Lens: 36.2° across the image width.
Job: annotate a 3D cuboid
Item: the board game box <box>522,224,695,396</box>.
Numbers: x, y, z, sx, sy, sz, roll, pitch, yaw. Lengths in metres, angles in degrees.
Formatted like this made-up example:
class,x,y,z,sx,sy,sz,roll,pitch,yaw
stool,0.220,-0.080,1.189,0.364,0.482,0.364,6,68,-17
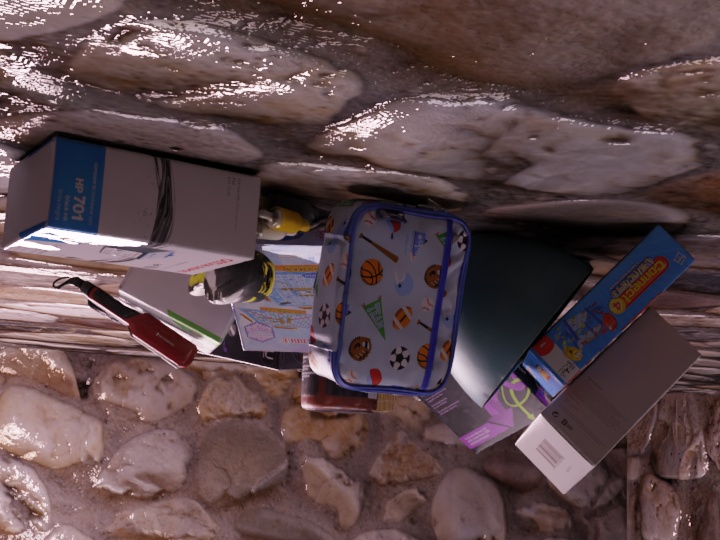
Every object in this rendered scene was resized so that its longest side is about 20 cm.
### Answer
class,x,y,z,sx,sy,sz,roll,pitch,yaw
board game box,0.276,0.053,1.257,0.056,0.196,0.200,46,178,11

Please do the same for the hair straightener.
class,x,y,z,sx,sy,sz,roll,pitch,yaw
hair straightener,-0.303,0.065,1.407,0.199,0.041,0.077,30,165,-9

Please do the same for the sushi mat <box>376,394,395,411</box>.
class,x,y,z,sx,sy,sz,roll,pitch,yaw
sushi mat,0.009,0.105,1.584,0.095,0.201,0.012,4,-173,-2

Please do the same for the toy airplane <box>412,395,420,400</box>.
class,x,y,z,sx,sy,sz,roll,pitch,yaw
toy airplane,0.129,0.094,1.475,0.199,0.200,0.141,9,-179,-21

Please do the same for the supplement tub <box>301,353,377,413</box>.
class,x,y,z,sx,sy,sz,roll,pitch,yaw
supplement tub,-0.024,0.093,1.502,0.106,0.201,0.107,3,172,0

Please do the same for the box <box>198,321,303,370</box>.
class,x,y,z,sx,sy,sz,roll,pitch,yaw
box,-0.140,0.081,1.622,0.199,0.107,0.122,7,-177,42

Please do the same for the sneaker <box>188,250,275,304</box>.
class,x,y,z,sx,sy,sz,roll,pitch,yaw
sneaker,-0.123,-0.002,1.158,0.084,0.075,0.200,8,-179,-20

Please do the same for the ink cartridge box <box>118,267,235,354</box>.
class,x,y,z,sx,sy,sz,roll,pitch,yaw
ink cartridge box,-0.235,0.037,1.445,0.145,0.084,0.200,28,167,-6

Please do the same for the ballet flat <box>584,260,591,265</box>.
class,x,y,z,sx,sy,sz,roll,pitch,yaw
ballet flat,0.198,0.013,1.378,0.199,0.071,0.071,5,170,-18

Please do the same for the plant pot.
class,x,y,z,sx,sy,sz,roll,pitch,yaw
plant pot,0.149,0.035,1.249,0.135,0.200,0.200,39,176,10

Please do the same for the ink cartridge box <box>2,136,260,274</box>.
class,x,y,z,sx,sy,sz,roll,pitch,yaw
ink cartridge box,-0.214,-0.055,1.030,0.199,0.086,0.146,10,168,-31

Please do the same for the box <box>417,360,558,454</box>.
class,x,y,z,sx,sy,sz,roll,pitch,yaw
box,0.129,0.131,1.390,0.200,0.036,0.143,45,130,-8

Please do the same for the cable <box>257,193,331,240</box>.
class,x,y,z,sx,sy,sz,roll,pitch,yaw
cable,-0.055,-0.043,1.151,0.199,0.051,0.097,13,168,-40

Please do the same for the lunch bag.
class,x,y,z,sx,sy,sz,roll,pitch,yaw
lunch bag,0.035,0.024,1.113,0.160,0.201,0.075,9,-178,-28

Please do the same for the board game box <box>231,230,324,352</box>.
class,x,y,z,sx,sy,sz,roll,pitch,yaw
board game box,-0.055,0.023,1.296,0.199,0.041,0.200,2,139,7

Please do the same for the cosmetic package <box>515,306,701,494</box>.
class,x,y,z,sx,sy,sz,roll,pitch,yaw
cosmetic package,0.279,0.145,1.246,0.200,0.085,0.108,-38,164,-24

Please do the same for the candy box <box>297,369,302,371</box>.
class,x,y,z,sx,sy,sz,roll,pitch,yaw
candy box,0.008,0.087,1.654,0.199,0.137,0.061,-1,171,23
